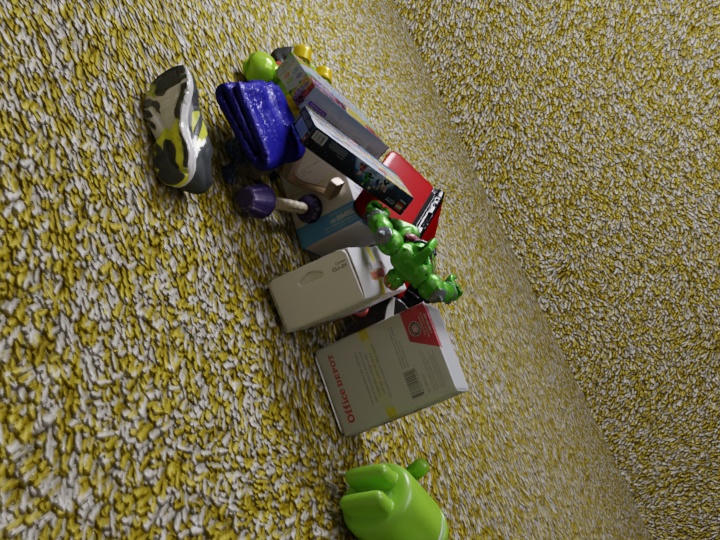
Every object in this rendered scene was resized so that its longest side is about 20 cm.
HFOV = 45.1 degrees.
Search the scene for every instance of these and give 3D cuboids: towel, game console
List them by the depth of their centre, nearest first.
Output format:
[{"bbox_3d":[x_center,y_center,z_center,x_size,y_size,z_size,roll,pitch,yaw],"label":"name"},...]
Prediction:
[{"bbox_3d":[-0.148,-0.236,1.369,0.148,0.049,0.200,61,18,-6],"label":"towel"},{"bbox_3d":[0.063,-0.082,1.547,0.200,0.118,0.173,-57,162,-46],"label":"game console"}]

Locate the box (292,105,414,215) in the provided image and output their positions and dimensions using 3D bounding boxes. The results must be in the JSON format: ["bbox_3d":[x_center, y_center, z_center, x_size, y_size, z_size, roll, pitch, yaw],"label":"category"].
[{"bbox_3d":[-0.014,-0.177,1.390,0.200,0.038,0.137,34,13,-22],"label":"box"}]

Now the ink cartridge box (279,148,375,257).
[{"bbox_3d":[-0.052,-0.139,1.569,0.128,0.125,0.201,23,46,-62],"label":"ink cartridge box"}]

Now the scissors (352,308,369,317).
[{"bbox_3d":[0.000,0.000,1.545,0.014,0.073,0.201,96,11,-58],"label":"scissors"}]

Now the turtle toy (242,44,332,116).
[{"bbox_3d":[-0.137,-0.344,1.630,0.200,0.101,0.147,35,59,-52],"label":"turtle toy"}]

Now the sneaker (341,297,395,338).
[{"bbox_3d":[0.020,0.117,1.521,0.200,0.072,0.085,-59,153,-46],"label":"sneaker"}]

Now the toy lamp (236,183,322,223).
[{"bbox_3d":[-0.131,-0.108,1.413,0.200,0.058,0.058,1,66,-62],"label":"toy lamp"}]

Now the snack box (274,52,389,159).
[{"bbox_3d":[-0.050,-0.286,1.542,0.200,0.053,0.142,34,16,-40],"label":"snack box"}]

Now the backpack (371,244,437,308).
[{"bbox_3d":[0.073,-0.043,1.716,0.183,0.134,0.201,-93,162,-54],"label":"backpack"}]

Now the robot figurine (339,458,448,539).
[{"bbox_3d":[0.051,0.358,1.251,0.200,0.115,0.176,53,32,-34],"label":"robot figurine"}]

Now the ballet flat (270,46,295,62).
[{"bbox_3d":[-0.117,-0.362,1.743,0.068,0.068,0.201,83,-17,-90],"label":"ballet flat"}]

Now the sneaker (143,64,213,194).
[{"bbox_3d":[-0.251,-0.193,1.217,0.085,0.074,0.201,42,38,-60],"label":"sneaker"}]

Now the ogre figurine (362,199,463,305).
[{"bbox_3d":[0.078,-0.020,1.324,0.120,0.098,0.201,-60,127,-75],"label":"ogre figurine"}]

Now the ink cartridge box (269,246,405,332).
[{"bbox_3d":[-0.033,0.027,1.369,0.084,0.145,0.200,68,20,6],"label":"ink cartridge box"}]

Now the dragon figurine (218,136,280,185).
[{"bbox_3d":[-0.179,-0.197,1.408,0.100,0.059,0.201,50,25,-37],"label":"dragon figurine"}]

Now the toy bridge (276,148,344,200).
[{"bbox_3d":[-0.117,-0.188,1.504,0.200,0.067,0.027,41,43,14],"label":"toy bridge"}]

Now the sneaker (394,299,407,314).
[{"bbox_3d":[0.031,0.049,1.642,0.201,0.080,0.086,64,-4,-33],"label":"sneaker"}]

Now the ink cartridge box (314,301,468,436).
[{"bbox_3d":[0.048,0.157,1.363,0.083,0.199,0.146,20,48,-68],"label":"ink cartridge box"}]
